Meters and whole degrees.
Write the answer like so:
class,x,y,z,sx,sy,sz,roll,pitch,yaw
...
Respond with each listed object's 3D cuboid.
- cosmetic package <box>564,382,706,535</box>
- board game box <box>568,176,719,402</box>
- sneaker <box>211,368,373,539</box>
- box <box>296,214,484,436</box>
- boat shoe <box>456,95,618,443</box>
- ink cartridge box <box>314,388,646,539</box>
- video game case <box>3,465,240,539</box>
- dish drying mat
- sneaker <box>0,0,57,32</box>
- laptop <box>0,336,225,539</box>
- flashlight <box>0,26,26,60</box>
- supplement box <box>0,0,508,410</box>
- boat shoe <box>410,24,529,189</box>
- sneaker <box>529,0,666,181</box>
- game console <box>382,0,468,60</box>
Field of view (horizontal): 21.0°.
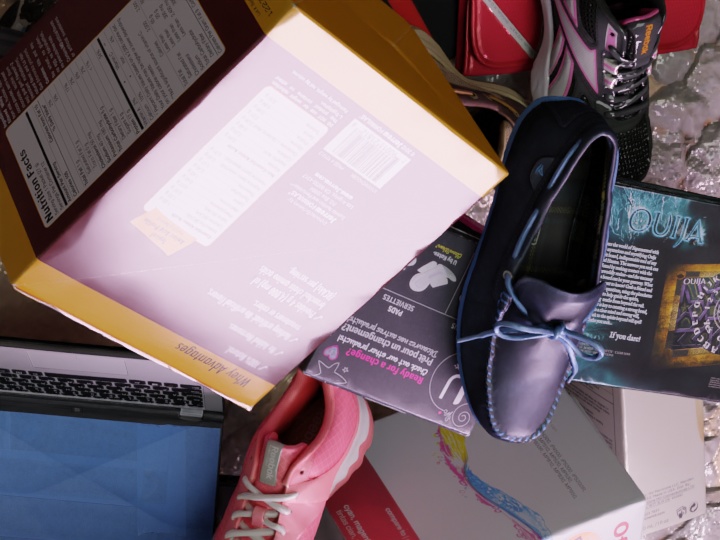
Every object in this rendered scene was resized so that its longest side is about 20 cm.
class,x,y,z,sx,sy,sz,roll,pitch,yaw
cosmetic package,0.187,0.074,1.373,0.070,0.105,0.202,-15,116,-22
board game box,0.219,0.016,1.292,0.198,0.028,0.137,10,102,-30
sneaker,-0.057,0.140,1.187,0.087,0.073,0.201,73,36,-59
box,0.000,0.000,1.201,0.131,0.200,0.116,22,98,-30
boat shoe,0.099,0.005,1.093,0.083,0.069,0.202,-4,108,-25
ink cartridge box,0.071,0.183,1.315,0.198,0.145,0.146,-19,136,-19
video game case,-0.134,0.198,1.271,0.198,0.019,0.144,4,109,0
dish drying mat,0.151,-0.175,1.299,0.198,0.018,0.078,-10,112,-29
sneaker,-0.205,-0.061,1.156,0.090,0.078,0.201,31,94,-34
laptop,-0.179,0.121,1.179,0.185,0.200,0.117,5,74,-2
flashlight,-0.273,-0.117,1.072,0.198,0.068,0.068,14,139,-1
supplement box,-0.070,-0.065,1.026,0.200,0.133,0.197,-42,139,14
boat shoe,0.071,-0.085,1.251,0.072,0.072,0.200,-38,142,14
sneaker,0.157,-0.145,1.246,0.080,0.086,0.202,-27,114,-25
game console,-0.003,-0.201,1.229,0.177,0.031,0.201,-40,121,-13
